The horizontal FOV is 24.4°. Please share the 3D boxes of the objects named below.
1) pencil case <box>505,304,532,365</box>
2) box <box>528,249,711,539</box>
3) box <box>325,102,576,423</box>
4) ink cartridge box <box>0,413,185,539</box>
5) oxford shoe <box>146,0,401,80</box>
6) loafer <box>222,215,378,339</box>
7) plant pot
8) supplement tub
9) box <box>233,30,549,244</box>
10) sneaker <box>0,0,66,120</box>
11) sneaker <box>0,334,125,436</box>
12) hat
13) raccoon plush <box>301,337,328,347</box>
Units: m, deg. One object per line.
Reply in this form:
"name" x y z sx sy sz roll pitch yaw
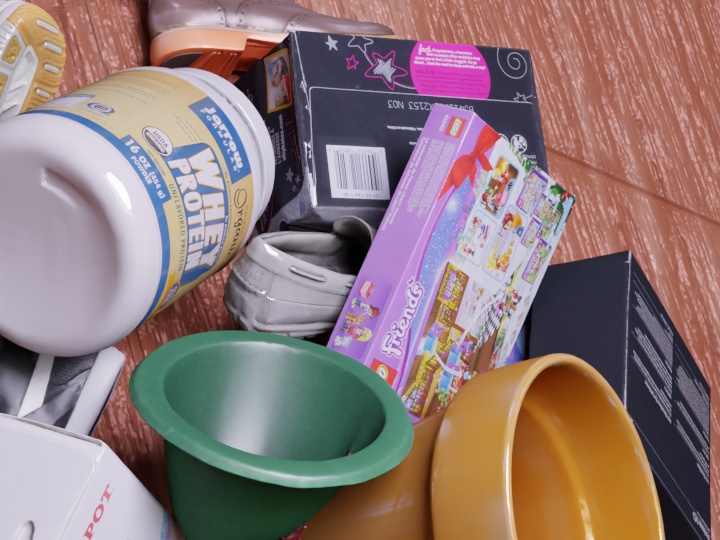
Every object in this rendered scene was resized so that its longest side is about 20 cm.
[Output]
"pencil case" 0.095 0.100 1.173 0.087 0.077 0.202 39 44 -51
"box" 0.188 0.102 1.183 0.200 0.078 0.142 51 35 -47
"box" 0.058 0.011 1.096 0.137 0.039 0.202 33 79 -47
"ink cartridge box" -0.170 0.190 0.939 0.084 0.200 0.146 14 65 22
"oxford shoe" -0.059 -0.180 1.207 0.198 0.071 0.074 -1 69 -30
"loafer" 0.000 0.000 1.102 0.199 0.070 0.070 -8 39 -43
"plant pot" 0.063 0.167 1.022 0.200 0.182 0.202 28 55 -49
"supplement tub" -0.149 -0.045 1.032 0.145 0.144 0.200 55 29 -3
"box" 0.021 -0.084 1.194 0.198 0.115 0.134 0 75 -28
"sneaker" -0.262 -0.080 1.064 0.076 0.087 0.202 37 76 -52
"sneaker" -0.235 0.118 1.017 0.111 0.073 0.201 25 69 -1
"hat" -0.073 0.154 0.975 0.164 0.178 0.200 23 24 22
"raccoon plush" -0.012 0.117 1.149 0.133 0.096 0.202 5 99 -41
